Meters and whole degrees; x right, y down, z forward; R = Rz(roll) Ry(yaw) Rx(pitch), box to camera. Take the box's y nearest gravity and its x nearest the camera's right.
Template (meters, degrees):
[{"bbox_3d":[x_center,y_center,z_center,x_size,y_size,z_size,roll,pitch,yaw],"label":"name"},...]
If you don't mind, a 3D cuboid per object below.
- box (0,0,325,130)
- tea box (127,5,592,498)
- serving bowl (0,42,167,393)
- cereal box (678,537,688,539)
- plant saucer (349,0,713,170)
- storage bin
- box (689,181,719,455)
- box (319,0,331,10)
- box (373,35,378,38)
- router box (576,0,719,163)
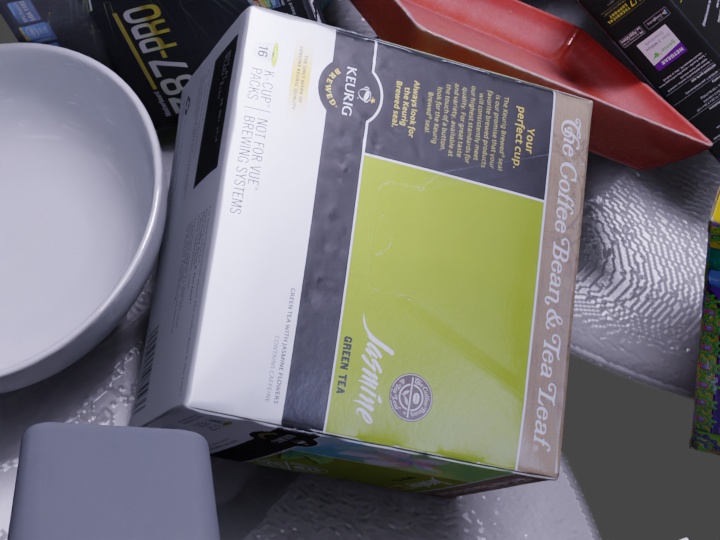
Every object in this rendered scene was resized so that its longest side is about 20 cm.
[{"bbox_3d":[-0.112,-0.159,0.853,0.159,0.201,0.050,-11,57,7],"label":"box"},{"bbox_3d":[0.000,0.000,0.804,0.195,0.134,0.202,13,74,-17],"label":"tea box"},{"bbox_3d":[-0.191,-0.020,0.831,0.198,0.066,0.202,-5,64,10],"label":"serving bowl"},{"bbox_3d":[0.116,0.233,0.789,0.198,0.040,0.145,-15,65,-24],"label":"cereal box"},{"bbox_3d":[0.082,-0.128,0.918,0.198,0.037,0.200,18,21,-25],"label":"plant saucer"},{"bbox_3d":[-0.124,0.166,0.681,0.144,0.201,0.135,4,45,-13],"label":"storage bin"},{"bbox_3d":[0.291,0.018,0.850,0.191,0.201,0.123,13,52,19],"label":"box"},{"bbox_3d":[-0.114,-0.218,1.012,0.199,0.049,0.083,30,55,5],"label":"box"},{"bbox_3d":[0.003,-0.067,0.948,0.199,0.048,0.122,-35,73,-32],"label":"box"},{"bbox_3d":[0.217,-0.177,1.015,0.149,0.051,0.201,45,35,-14],"label":"router box"}]
